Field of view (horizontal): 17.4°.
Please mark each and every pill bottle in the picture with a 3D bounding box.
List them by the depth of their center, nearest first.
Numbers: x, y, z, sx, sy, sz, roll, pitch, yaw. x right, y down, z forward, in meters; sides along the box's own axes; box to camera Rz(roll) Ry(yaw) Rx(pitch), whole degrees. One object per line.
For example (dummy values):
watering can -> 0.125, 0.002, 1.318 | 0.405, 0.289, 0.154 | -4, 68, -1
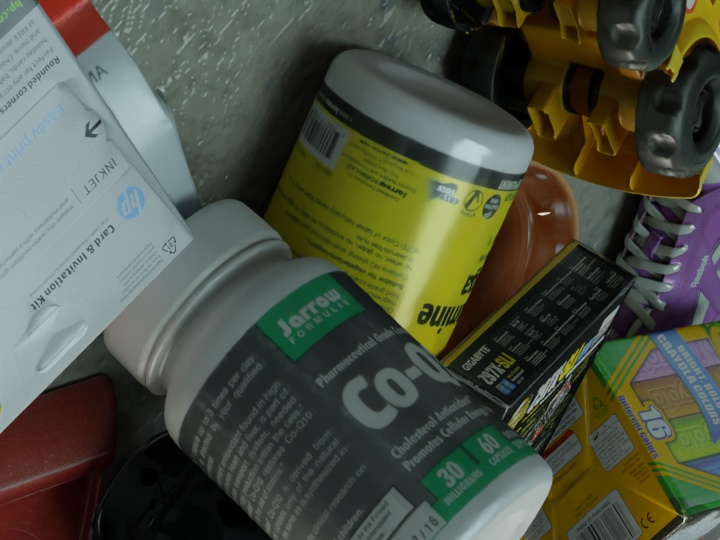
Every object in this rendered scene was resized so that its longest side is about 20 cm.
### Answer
pill bottle -> -0.018, 0.067, 1.079 | 0.113, 0.200, 0.113 | -43, 164, -16
pill bottle -> 0.000, 0.000, 1.189 | 0.112, 0.112, 0.201 | 4, 115, -53

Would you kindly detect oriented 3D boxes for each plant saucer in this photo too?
plant saucer -> -0.200, 0.165, 1.144 | 0.199, 0.037, 0.201 | -17, 130, -43
plant saucer -> 0.047, 0.020, 1.339 | 0.200, 0.032, 0.201 | -31, 139, -32

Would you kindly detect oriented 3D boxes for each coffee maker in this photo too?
coffee maker -> -0.042, 0.185, 1.189 | 0.201, 0.191, 0.135 | 99, -1, -56

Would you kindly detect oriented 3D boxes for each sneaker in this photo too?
sneaker -> 0.187, -0.006, 1.461 | 0.114, 0.073, 0.201 | -35, 141, -24

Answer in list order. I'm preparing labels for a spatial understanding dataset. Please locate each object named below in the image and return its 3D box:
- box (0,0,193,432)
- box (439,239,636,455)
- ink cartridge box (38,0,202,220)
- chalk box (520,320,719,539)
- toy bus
box -> -0.174, -0.034, 0.959 | 0.156, 0.041, 0.200 | -46, 129, -17
box -> 0.068, 0.087, 1.282 | 0.200, 0.049, 0.160 | -38, 155, -57
ink cartridge box -> -0.154, -0.042, 1.017 | 0.162, 0.050, 0.201 | -42, 147, -22
chalk box -> 0.192, 0.115, 1.445 | 0.199, 0.124, 0.124 | -7, 149, -46
toy bus -> 0.140, -0.166, 1.226 | 0.193, 0.135, 0.200 | -59, 146, -20
